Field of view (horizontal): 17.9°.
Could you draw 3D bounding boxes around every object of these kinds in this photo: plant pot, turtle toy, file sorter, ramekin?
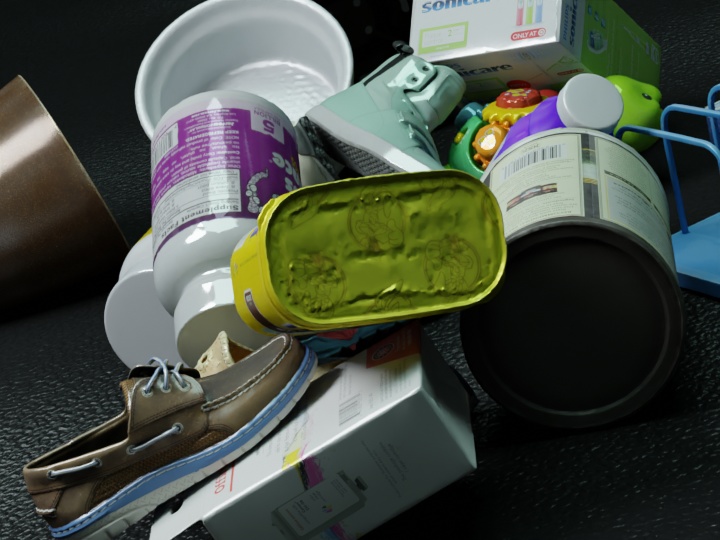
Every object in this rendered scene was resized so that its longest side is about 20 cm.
[{"bbox_3d":[-0.329,-0.036,1.971,0.200,0.187,0.187,-33,23,-8],"label":"plant pot"},{"bbox_3d":[0.157,-0.102,1.886,0.199,0.101,0.146,-10,19,-9],"label":"turtle toy"},{"bbox_3d":[-0.006,-0.237,2.252,0.200,0.201,0.198,-14,13,1],"label":"plant pot"},{"bbox_3d":[0.306,-0.077,1.694,0.200,0.123,0.139,-24,22,-26],"label":"file sorter"},{"bbox_3d":[-0.096,-0.148,2.071,0.200,0.098,0.201,-6,59,9],"label":"ramekin"}]

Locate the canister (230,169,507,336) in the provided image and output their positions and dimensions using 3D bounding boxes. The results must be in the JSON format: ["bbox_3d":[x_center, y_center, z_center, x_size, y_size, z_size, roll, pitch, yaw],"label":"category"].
[{"bbox_3d":[-0.002,-0.006,1.447,0.148,0.087,0.200,-8,-3,-11],"label":"canister"}]

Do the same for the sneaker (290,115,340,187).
[{"bbox_3d":[-0.068,-0.062,1.902,0.093,0.070,0.200,-27,-12,-7],"label":"sneaker"}]

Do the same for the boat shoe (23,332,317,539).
[{"bbox_3d":[-0.120,0.095,1.418,0.200,0.072,0.072,-37,16,-3],"label":"boat shoe"}]

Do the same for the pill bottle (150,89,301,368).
[{"bbox_3d":[-0.093,-0.024,1.632,0.112,0.112,0.200,-12,49,6],"label":"pill bottle"}]

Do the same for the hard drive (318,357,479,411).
[{"bbox_3d":[-0.034,0.103,1.555,0.200,0.042,0.135,-2,23,29],"label":"hard drive"}]

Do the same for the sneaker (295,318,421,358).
[{"bbox_3d":[0.000,0.000,1.730,0.200,0.096,0.079,-28,24,-33],"label":"sneaker"}]

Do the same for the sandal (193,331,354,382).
[{"bbox_3d":[-0.071,0.069,1.505,0.211,0.070,0.078,-14,20,0],"label":"sandal"}]

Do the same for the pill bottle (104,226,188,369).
[{"bbox_3d":[-0.120,0.003,1.777,0.114,0.115,0.200,-6,21,20],"label":"pill bottle"}]

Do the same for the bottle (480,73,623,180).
[{"bbox_3d":[0.143,-0.078,1.719,0.083,0.200,0.065,27,60,0],"label":"bottle"}]

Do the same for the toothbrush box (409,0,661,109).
[{"bbox_3d":[0.153,-0.184,1.966,0.145,0.086,0.200,-6,-23,30],"label":"toothbrush box"}]

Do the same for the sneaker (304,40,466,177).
[{"bbox_3d":[0.050,-0.116,1.834,0.118,0.074,0.200,-39,42,-12],"label":"sneaker"}]

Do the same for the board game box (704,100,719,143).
[{"bbox_3d":[0.412,-0.152,1.950,0.200,0.035,0.135,-27,23,-31],"label":"board game box"}]

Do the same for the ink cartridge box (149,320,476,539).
[{"bbox_3d":[-0.030,0.125,1.411,0.200,0.068,0.117,-31,17,11],"label":"ink cartridge box"}]

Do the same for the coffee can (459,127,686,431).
[{"bbox_3d":[0.144,0.001,1.557,0.146,0.147,0.200,-11,20,9],"label":"coffee can"}]
